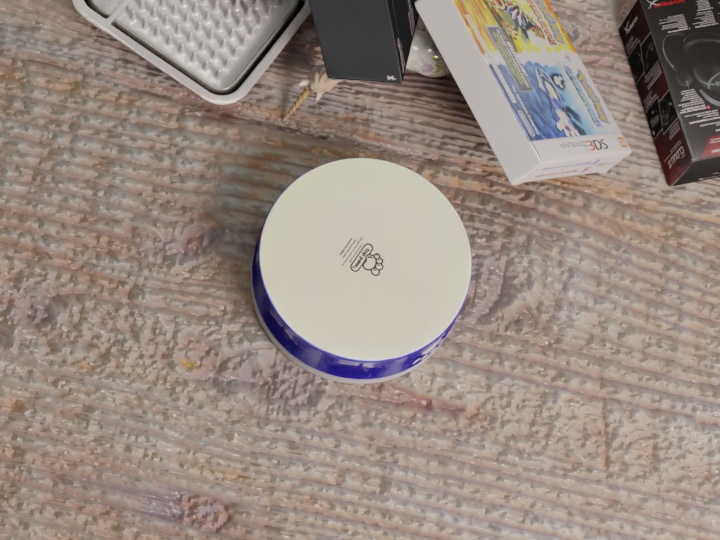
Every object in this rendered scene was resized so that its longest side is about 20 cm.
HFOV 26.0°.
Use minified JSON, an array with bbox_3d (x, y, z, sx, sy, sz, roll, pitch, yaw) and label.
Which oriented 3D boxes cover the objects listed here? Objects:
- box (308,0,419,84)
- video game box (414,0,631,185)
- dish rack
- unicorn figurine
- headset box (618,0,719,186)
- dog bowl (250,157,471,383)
[{"bbox_3d":[0.003,-0.286,1.403,0.079,0.200,0.141,3,55,13],"label":"box"},{"bbox_3d":[0.159,-0.181,1.490,0.182,0.047,0.200,-11,70,-55],"label":"video game box"},{"bbox_3d":[-0.162,-0.261,1.524,0.200,0.044,0.172,34,70,4],"label":"dish rack"},{"bbox_3d":[0.025,-0.220,1.517,0.200,0.074,0.137,0,48,12],"label":"unicorn figurine"},{"bbox_3d":[0.363,-0.180,1.556,0.149,0.077,0.200,-12,75,-11],"label":"headset box"},{"bbox_3d":[0.000,0.000,1.444,0.200,0.079,0.200,2,72,-7],"label":"dog bowl"}]
